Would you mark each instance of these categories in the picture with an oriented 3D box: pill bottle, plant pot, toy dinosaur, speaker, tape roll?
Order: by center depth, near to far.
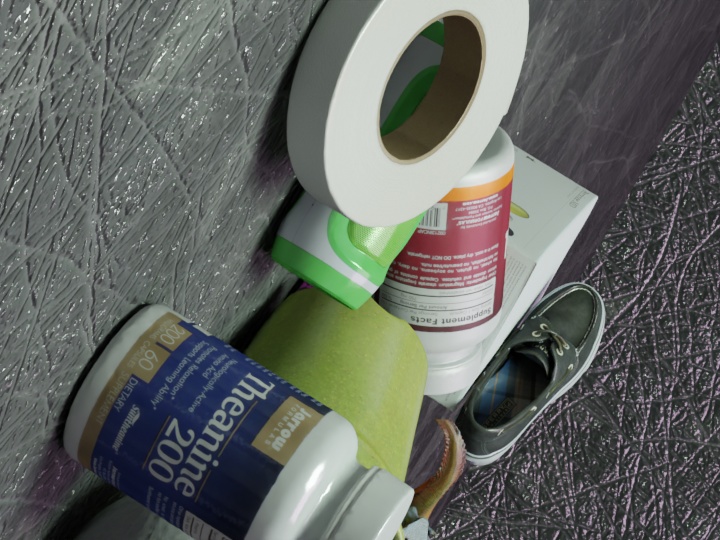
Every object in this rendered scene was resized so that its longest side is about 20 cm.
[{"bbox_3d":[-0.072,0.116,1.333,0.111,0.199,0.111,-56,170,-16],"label":"pill bottle"},{"bbox_3d":[0.034,-0.125,1.416,0.202,0.037,0.204,-34,139,-35],"label":"tape roll"},{"bbox_3d":[0.018,-0.076,1.540,0.201,0.088,0.088,-59,170,-2],"label":"speaker"},{"bbox_3d":[-0.037,0.118,1.610,0.201,0.199,0.185,110,4,-46],"label":"plant pot"},{"bbox_3d":[0.056,-0.012,1.674,0.113,0.112,0.201,-45,144,-52],"label":"pill bottle"},{"bbox_3d":[0.029,0.223,1.706,0.201,0.105,0.181,-66,-161,-12],"label":"toy dinosaur"}]

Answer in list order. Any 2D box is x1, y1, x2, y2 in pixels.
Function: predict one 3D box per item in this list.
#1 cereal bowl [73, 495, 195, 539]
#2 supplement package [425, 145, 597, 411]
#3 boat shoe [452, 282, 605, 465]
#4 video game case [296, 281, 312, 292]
[{"bbox_3d":[-0.142,0.210,1.503,0.199,0.084,0.201,-26,150,-16],"label":"cereal bowl"},{"bbox_3d":[0.097,-0.003,1.846,0.156,0.110,0.200,-62,171,25],"label":"supplement package"},{"bbox_3d":[0.146,0.080,1.821,0.200,0.068,0.057,-50,170,-28],"label":"boat shoe"},{"bbox_3d":[0.000,0.000,1.797,0.201,0.036,0.182,-55,169,-22],"label":"video game case"}]
